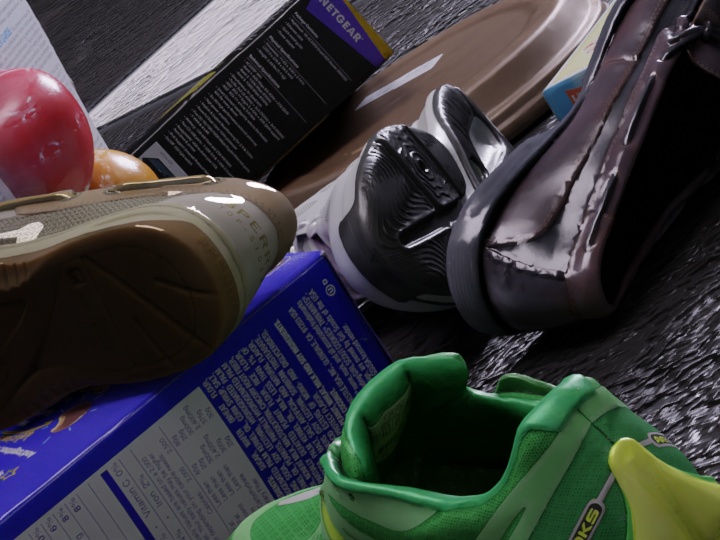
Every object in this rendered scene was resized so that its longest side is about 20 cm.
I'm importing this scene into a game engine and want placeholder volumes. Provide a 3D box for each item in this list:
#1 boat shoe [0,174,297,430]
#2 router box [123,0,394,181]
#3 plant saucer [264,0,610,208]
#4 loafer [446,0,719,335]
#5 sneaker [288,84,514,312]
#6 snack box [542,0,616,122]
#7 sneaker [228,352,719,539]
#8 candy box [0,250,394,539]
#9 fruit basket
[{"bbox_3d":[-0.109,0.007,1.025,0.200,0.072,0.065,-12,20,38],"label":"boat shoe"},{"bbox_3d":[-0.067,-0.068,1.455,0.157,0.052,0.200,-43,5,-3],"label":"router box"},{"bbox_3d":[0.030,-0.074,1.388,0.200,0.030,0.200,-34,13,9],"label":"plant saucer"},{"bbox_3d":[0.108,-0.048,1.048,0.063,0.072,0.200,7,46,42],"label":"loafer"},{"bbox_3d":[0.000,0.000,1.141,0.115,0.076,0.201,-40,3,17],"label":"sneaker"},{"bbox_3d":[0.174,-0.120,1.171,0.200,0.037,0.116,-25,16,36],"label":"snack box"},{"bbox_3d":[0.022,0.060,0.805,0.074,0.084,0.200,-44,15,-32],"label":"sneaker"},{"bbox_3d":[-0.101,0.081,1.054,0.200,0.077,0.169,-39,15,-22],"label":"candy box"},{"bbox_3d":[-0.131,-0.022,1.222,0.094,0.200,0.185,-30,15,17],"label":"fruit basket"}]
